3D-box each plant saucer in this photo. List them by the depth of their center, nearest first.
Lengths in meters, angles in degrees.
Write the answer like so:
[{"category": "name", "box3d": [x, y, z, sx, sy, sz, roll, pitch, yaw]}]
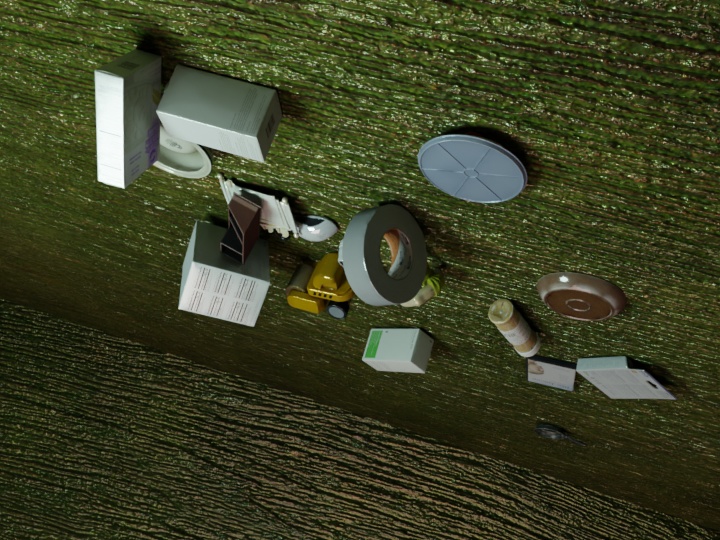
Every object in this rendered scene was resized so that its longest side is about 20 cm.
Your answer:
[{"category": "plant saucer", "box3d": [0.484, 0.065, 1.606, 0.195, 0.033, 0.201, 16, 156, 7]}]

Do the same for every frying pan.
[{"category": "frying pan", "box3d": [0.715, 0.584, 2.604, 0.185, 0.032, 0.115, 4, 154, 25]}]

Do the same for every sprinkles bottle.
[{"category": "sprinkles bottle", "box3d": [0.387, 0.145, 1.817, 0.067, 0.070, 0.200, 1, 151, 36]}]

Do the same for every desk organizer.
[{"category": "desk organizer", "box3d": [-0.281, -0.093, 1.689, 0.070, 0.078, 0.201, 27, 159, 1]}]

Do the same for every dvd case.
[{"category": "dvd case", "box3d": [0.548, 0.296, 2.098, 0.139, 0.018, 0.201, 11, 156, 19]}]

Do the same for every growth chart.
[{"category": "growth chart", "box3d": [-0.234, -0.143, 1.673, 0.195, 0.018, 0.146, 20, 147, 15]}]

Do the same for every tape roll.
[{"category": "tape roll", "box3d": [0.053, -0.031, 1.510, 0.065, 0.205, 0.199, -6, 148, 44]}]

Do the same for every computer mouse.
[{"category": "computer mouse", "box3d": [-0.145, -0.098, 1.726, 0.195, 0.045, 0.110, 5, 152, 32]}]

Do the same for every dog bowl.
[{"category": "dog bowl", "box3d": [-0.381, -0.275, 1.476, 0.195, 0.075, 0.201, 16, 157, 7]}]

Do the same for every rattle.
[{"category": "rattle", "box3d": [0.105, 0.003, 1.728, 0.142, 0.131, 0.200, 40, 178, -22]}]

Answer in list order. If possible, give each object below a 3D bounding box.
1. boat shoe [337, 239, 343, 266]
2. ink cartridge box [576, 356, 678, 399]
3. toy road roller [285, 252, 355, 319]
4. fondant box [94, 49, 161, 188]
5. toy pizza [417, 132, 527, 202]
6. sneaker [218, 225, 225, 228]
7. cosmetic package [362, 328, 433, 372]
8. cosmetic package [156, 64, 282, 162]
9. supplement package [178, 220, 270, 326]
[{"category": "boat shoe", "box3d": [0.000, 0.000, 1.799, 0.070, 0.070, 0.201, 8, 155, 25]}, {"category": "ink cartridge box", "box3d": [0.702, 0.284, 1.912, 0.198, 0.042, 0.197, 35, 153, -33]}, {"category": "toy road roller", "box3d": [-0.098, 0.022, 1.875, 0.194, 0.125, 0.148, 11, 142, 17]}, {"category": "fondant box", "box3d": [-0.412, -0.272, 1.298, 0.057, 0.145, 0.204, 15, 122, 5]}, {"category": "toy pizza", "box3d": [0.196, -0.183, 1.271, 0.195, 0.032, 0.201, 16, 158, 6]}, {"category": "sneaker", "box3d": [-0.355, -0.051, 1.992, 0.114, 0.077, 0.200, 5, 147, 52]}, {"category": "cosmetic package", "box3d": [0.113, 0.240, 2.188, 0.197, 0.110, 0.084, -7, 146, 44]}, {"category": "cosmetic package", "box3d": [-0.251, -0.283, 1.307, 0.195, 0.110, 0.085, 17, 159, 10]}, {"category": "supplement package", "box3d": [-0.343, 0.008, 1.837, 0.195, 0.193, 0.149, 15, 121, -18]}]
